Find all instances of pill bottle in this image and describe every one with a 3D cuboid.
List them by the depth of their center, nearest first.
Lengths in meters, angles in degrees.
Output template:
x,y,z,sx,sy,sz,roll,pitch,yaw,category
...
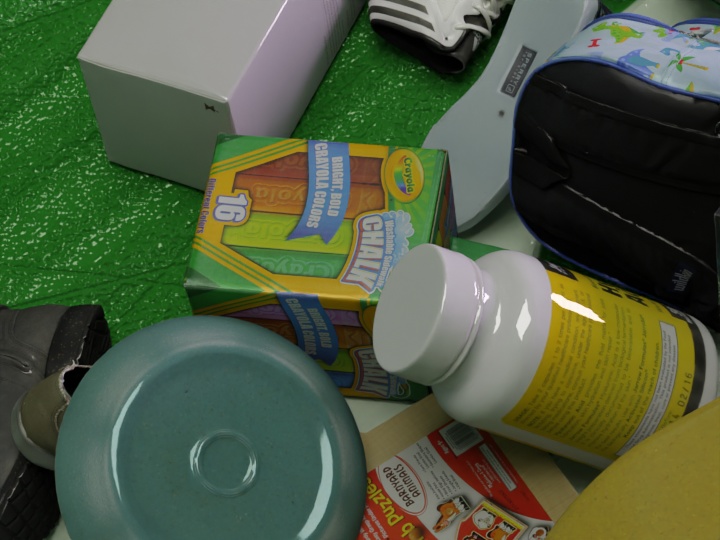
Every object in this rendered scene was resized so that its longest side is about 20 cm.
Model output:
x,y,z,sx,sy,sz,roll,pitch,yaw,category
0.112,0.052,1.658,0.199,0.111,0.112,19,50,-27,pill bottle

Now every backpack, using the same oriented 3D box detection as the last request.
x,y,z,sx,sy,sz,roll,pitch,yaw,category
0.206,-0.074,1.753,0.199,0.184,0.147,21,38,18,backpack

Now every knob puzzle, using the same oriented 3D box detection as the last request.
x,y,z,sx,sy,sz,roll,pitch,yaw,category
0.037,0.175,1.688,0.219,0.031,0.220,-10,51,13,knob puzzle

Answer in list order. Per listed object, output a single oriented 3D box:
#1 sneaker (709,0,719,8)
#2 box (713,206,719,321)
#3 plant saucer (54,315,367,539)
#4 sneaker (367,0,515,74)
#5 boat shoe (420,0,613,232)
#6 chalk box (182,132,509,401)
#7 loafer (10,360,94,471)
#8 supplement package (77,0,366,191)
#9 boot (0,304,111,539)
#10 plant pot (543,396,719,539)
x,y,z,sx,sy,sz,roll,pitch,yaw,category
0.237,-0.242,1.930,0.078,0.085,0.200,-32,41,9,sneaker
0.315,0.029,1.630,0.199,0.137,0.038,9,31,26,box
-0.086,0.121,1.654,0.199,0.036,0.201,5,73,-16,plant saucer
0.101,-0.191,1.922,0.199,0.076,0.116,-1,69,8,sneaker
0.113,-0.106,1.856,0.071,0.091,0.201,32,92,26,boat shoe
0.000,0.000,1.758,0.199,0.124,0.125,3,56,10,chalk box
-0.117,0.103,1.702,0.199,0.070,0.075,10,54,-20,loafer
-0.093,-0.170,1.889,0.119,0.121,0.200,18,59,18,supplement package
-0.250,0.099,1.768,0.131,0.070,0.200,4,46,14,boot
0.213,0.200,1.560,0.199,0.194,0.196,-21,55,8,plant pot
